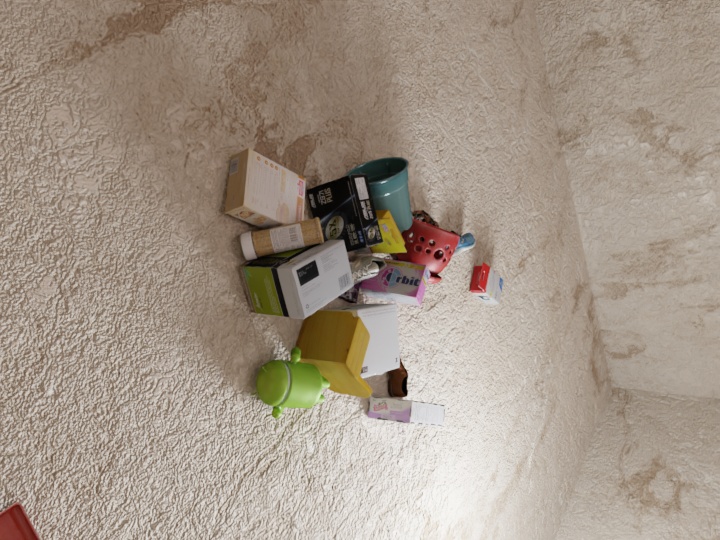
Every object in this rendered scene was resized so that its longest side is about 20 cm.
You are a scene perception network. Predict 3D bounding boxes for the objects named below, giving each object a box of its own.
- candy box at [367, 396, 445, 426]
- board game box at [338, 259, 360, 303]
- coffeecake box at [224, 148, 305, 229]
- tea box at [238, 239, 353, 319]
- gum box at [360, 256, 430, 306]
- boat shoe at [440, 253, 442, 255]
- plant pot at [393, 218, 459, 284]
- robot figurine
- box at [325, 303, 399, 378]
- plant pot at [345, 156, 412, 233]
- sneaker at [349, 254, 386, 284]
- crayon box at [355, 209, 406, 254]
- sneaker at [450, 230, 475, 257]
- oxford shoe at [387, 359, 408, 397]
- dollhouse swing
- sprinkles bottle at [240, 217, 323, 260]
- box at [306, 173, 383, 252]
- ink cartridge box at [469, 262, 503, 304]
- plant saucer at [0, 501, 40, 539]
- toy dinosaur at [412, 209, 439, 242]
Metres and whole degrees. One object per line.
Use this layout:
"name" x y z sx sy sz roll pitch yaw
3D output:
"candy box" 0.148 0.452 1.781 0.199 0.167 0.072 21 71 -47
"board game box" -0.070 0.014 1.643 0.200 0.032 0.121 26 65 -47
"coffeecake box" -0.235 -0.191 1.400 0.199 0.073 0.155 22 63 -47
"tea box" -0.160 0.015 1.399 0.200 0.196 0.135 -31 116 -45
"gum box" 0.104 0.032 1.725 0.114 0.199 0.066 -69 153 -23
"boat shoe" 0.237 -0.010 1.980 0.200 0.068 0.084 -55 128 -35
"plant pot" 0.206 -0.066 1.838 0.200 0.200 0.184 9 105 -50
"robot figurine" -0.179 0.292 1.421 0.199 0.115 0.177 15 98 -39
"box" 0.008 0.204 1.650 0.198 0.130 0.202 -3 91 -51
"plant pot" 0.070 -0.219 1.707 0.200 0.199 0.197 -45 130 -41
"sneaker" 0.000 0.000 1.636 0.200 0.092 0.076 -35 113 -46
"crayon box" 0.046 -0.112 1.651 0.051 0.199 0.127 -51 126 -35
"sneaker" 0.383 -0.117 2.156 0.200 0.078 0.091 -28 107 -47
"oxford shoe" 0.127 0.322 1.837 0.071 0.071 0.202 -17 100 -48
"dollhouse swing" -0.050 0.230 1.523 0.176 0.199 0.183 38 61 -42
"sprinkles bottle" -0.193 -0.079 1.373 0.068 0.199 0.069 168 -90 -87
"box" -0.045 -0.152 1.552 0.086 0.163 0.201 -19 96 -53
"ink cartridge box" 0.522 0.055 2.324 0.200 0.067 0.117 35 62 -44
"plant saucer" -0.638 0.530 0.932 0.199 0.037 0.201 -34 115 -46
"toy dinosaur" 0.257 -0.143 1.999 0.199 0.102 0.137 18 56 -26
